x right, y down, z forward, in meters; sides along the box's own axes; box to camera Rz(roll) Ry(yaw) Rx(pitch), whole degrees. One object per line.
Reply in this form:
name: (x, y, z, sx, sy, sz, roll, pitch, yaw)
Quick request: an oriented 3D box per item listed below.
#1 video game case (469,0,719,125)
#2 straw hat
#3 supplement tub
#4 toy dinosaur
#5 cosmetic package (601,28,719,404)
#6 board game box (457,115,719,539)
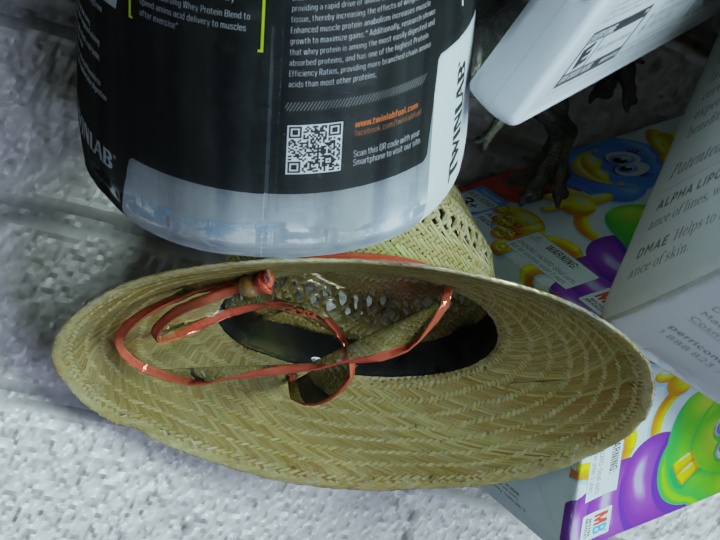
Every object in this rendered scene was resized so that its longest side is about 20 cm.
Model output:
video game case: (0.128, -0.138, 0.906, 0.182, 0.023, 0.200, -54, 168, 29)
straw hat: (0.000, 0.000, 0.964, 0.201, 0.201, 0.085, 36, 48, -49)
supplement tub: (-0.024, -0.114, 0.848, 0.122, 0.123, 0.200, -20, 131, -30)
toy dinosaur: (0.069, -0.081, 1.015, 0.200, 0.047, 0.088, -36, 130, -21)
cosmetic package: (0.217, -0.040, 0.971, 0.165, 0.165, 0.200, 34, 61, -16)
board game box: (0.128, 0.011, 1.087, 0.200, 0.105, 0.103, -18, 129, -32)
